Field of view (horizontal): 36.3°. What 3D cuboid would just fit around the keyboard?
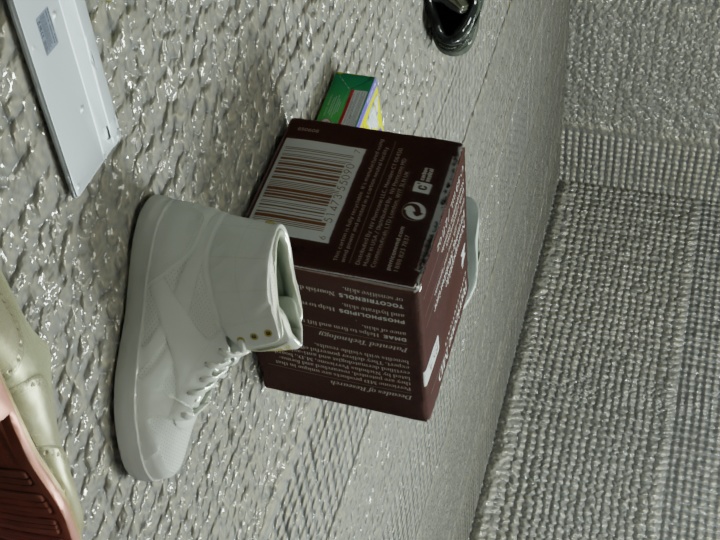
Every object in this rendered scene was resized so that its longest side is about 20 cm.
[{"bbox_3d":[-0.163,-0.131,0.581,0.201,0.011,0.057,84,26,-44],"label":"keyboard"}]

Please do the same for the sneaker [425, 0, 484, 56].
[{"bbox_3d":[0.134,-0.386,1.420,0.114,0.075,0.202,-4,108,-82],"label":"sneaker"}]

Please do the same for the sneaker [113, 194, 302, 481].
[{"bbox_3d":[-0.098,0.058,0.739,0.074,0.114,0.202,-41,140,-70],"label":"sneaker"}]

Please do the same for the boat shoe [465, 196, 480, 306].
[{"bbox_3d":[0.162,-0.017,1.774,0.064,0.070,0.202,61,39,-65],"label":"boat shoe"}]

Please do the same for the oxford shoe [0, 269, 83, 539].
[{"bbox_3d":[-0.172,0.075,0.554,0.074,0.070,0.201,-70,162,-44],"label":"oxford shoe"}]

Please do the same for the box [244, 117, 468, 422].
[{"bbox_3d":[0.000,0.000,0.975,0.201,0.162,0.167,81,23,-51],"label":"box"}]

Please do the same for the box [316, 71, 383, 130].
[{"bbox_3d":[-0.009,-0.088,1.125,0.201,0.048,0.118,81,24,-55],"label":"box"}]
